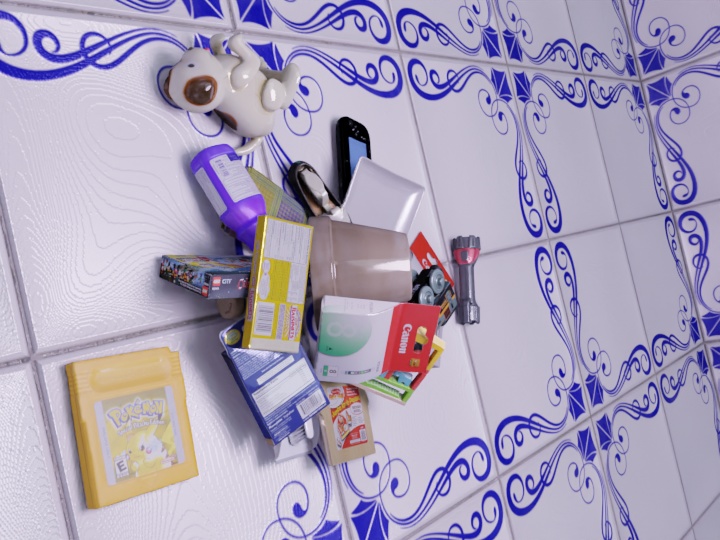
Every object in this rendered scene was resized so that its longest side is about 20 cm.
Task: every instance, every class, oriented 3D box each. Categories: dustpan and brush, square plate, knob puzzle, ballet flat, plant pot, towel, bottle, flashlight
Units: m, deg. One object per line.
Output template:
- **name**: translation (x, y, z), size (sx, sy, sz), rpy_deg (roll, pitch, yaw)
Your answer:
- **dustpan and brush**: translation (-0.102, 0.215, 1.299), size (0.139, 0.057, 0.203), rpy_deg (10, 70, -66)
- **square plate**: translation (0.028, -0.105, 1.531), size (0.199, 0.028, 0.201), rpy_deg (19, 93, -43)
- **knob puzzle**: translation (-0.039, 0.245, 1.393), size (0.220, 0.030, 0.222), rpy_deg (43, 39, -49)
- **ballet flat**: translation (-0.068, -0.117, 1.417), size (0.068, 0.068, 0.201), rpy_deg (-38, 94, -16)
- **plant pot**: translation (0.000, 0.000, 1.339), size (0.200, 0.171, 0.203), rpy_deg (176, -90, -88)
- **towel**: translation (-0.157, -0.083, 1.379), size (0.199, 0.023, 0.145), rpy_deg (35, 54, -37)
- **bottle**: translation (-0.202, -0.112, 1.271), size (0.083, 0.065, 0.201), rpy_deg (-28, 84, -53)
- **flashlight**: translation (0.248, 0.023, 1.763), size (0.067, 0.068, 0.203), rpy_deg (2, 81, -23)

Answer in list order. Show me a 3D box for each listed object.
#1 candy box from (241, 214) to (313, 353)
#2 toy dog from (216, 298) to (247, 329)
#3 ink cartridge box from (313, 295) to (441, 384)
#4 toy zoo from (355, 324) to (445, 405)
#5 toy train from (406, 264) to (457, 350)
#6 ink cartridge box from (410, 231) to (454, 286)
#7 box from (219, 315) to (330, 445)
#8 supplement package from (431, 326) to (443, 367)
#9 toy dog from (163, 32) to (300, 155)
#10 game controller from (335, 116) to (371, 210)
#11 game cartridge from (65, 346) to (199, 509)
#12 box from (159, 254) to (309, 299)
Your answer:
- **candy box**: translation (-0.127, 0.023, 1.177), size (0.102, 0.026, 0.203), rpy_deg (12, 83, -49)
- **toy dog**: translation (-0.160, 0.111, 1.266), size (0.132, 0.096, 0.202), rpy_deg (-38, 107, -45)
- **ink cartridge box**: translation (0.025, 0.123, 1.273), size (0.050, 0.197, 0.162), rpy_deg (-86, -176, -52)
- **toy zoo**: translation (0.063, 0.152, 1.347), size (0.130, 0.201, 0.021), rpy_deg (23, 39, -9)
- **toy train**: translation (0.110, 0.079, 1.413), size (0.200, 0.084, 0.115), rpy_deg (-51, 126, -40)
- **ink cartridge box**: translation (0.146, 0.030, 1.658), size (0.163, 0.057, 0.201), rpy_deg (55, 50, -22)
- **box**: translation (-0.139, 0.158, 1.211), size (0.121, 0.032, 0.202), rpy_deg (-32, 105, -31)
- **supplement package**: translation (0.058, 0.117, 1.488), size (0.199, 0.113, 0.111), rpy_deg (27, 61, -41)
- **toy dog**: translation (-0.234, -0.308, 1.295), size (0.199, 0.139, 0.196), rpy_deg (7, 110, -47)
- **game controller**: translation (-0.009, -0.211, 1.560), size (0.104, 0.042, 0.203), rpy_deg (8, 74, -46)
- **game cartridge**: translation (-0.325, 0.220, 1.104), size (0.175, 0.032, 0.203), rpy_deg (-6, 85, -48)
- **box**: translation (-0.199, 0.008, 1.221), size (0.198, 0.136, 0.038), rpy_deg (-1, 104, -47)
